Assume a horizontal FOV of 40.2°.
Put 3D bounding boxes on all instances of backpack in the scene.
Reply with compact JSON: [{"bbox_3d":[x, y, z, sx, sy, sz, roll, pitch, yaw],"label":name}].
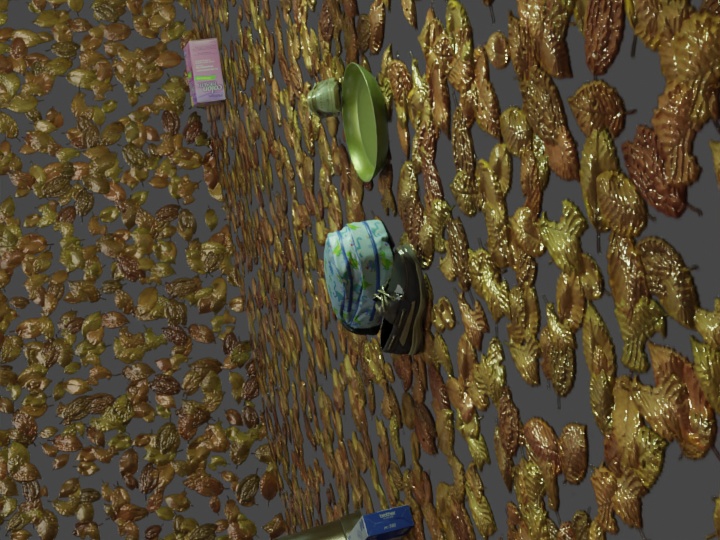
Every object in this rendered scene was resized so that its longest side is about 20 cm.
[{"bbox_3d":[0.000,0.000,1.682,0.200,0.153,0.164,130,137,-55],"label":"backpack"}]

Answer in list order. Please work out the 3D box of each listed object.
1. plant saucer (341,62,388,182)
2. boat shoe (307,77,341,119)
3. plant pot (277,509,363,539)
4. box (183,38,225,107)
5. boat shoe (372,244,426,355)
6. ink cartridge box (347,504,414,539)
[{"bbox_3d":[0.010,-0.251,1.656,0.200,0.031,0.201,170,90,-75],"label":"plant saucer"},{"bbox_3d":[-0.071,-0.319,1.821,0.200,0.062,0.074,-132,34,-83],"label":"boat shoe"},{"bbox_3d":[-0.078,0.659,2.216,0.200,0.197,0.201,170,90,-79],"label":"plant pot"},{"bbox_3d":[-0.521,-0.657,3.277,0.176,0.096,0.201,-164,65,-74],"label":"box"},{"bbox_3d":[0.061,0.055,1.574,0.075,0.073,0.201,-125,29,-58],"label":"boat shoe"},{"bbox_3d":[0.036,0.508,1.916,0.200,0.094,0.044,110,147,-62],"label":"ink cartridge box"}]
